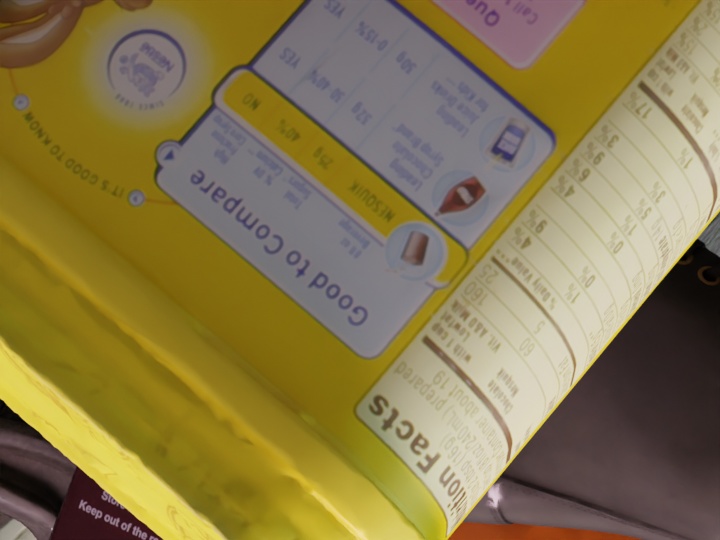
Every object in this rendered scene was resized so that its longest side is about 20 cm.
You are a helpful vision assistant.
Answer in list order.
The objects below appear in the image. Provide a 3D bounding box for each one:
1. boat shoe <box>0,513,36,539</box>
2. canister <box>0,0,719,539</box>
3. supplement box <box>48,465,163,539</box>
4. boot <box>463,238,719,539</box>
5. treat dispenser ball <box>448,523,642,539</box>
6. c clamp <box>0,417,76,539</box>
[{"bbox_3d":[-0.105,0.089,0.828,0.200,0.059,0.072,-40,126,-56],"label":"boat shoe"},{"bbox_3d":[0.007,-0.040,0.601,0.200,0.148,0.087,-49,169,-11],"label":"canister"},{"bbox_3d":[0.000,0.000,0.731,0.109,0.061,0.201,14,97,-65],"label":"supplement box"},{"bbox_3d":[0.076,-0.021,0.799,0.077,0.138,0.201,15,87,-62],"label":"boot"},{"bbox_3d":[0.092,0.118,0.922,0.201,0.201,0.201,-47,169,-12],"label":"treat dispenser ball"},{"bbox_3d":[-0.135,0.116,0.704,0.171,0.027,0.201,39,77,-38],"label":"c clamp"}]
